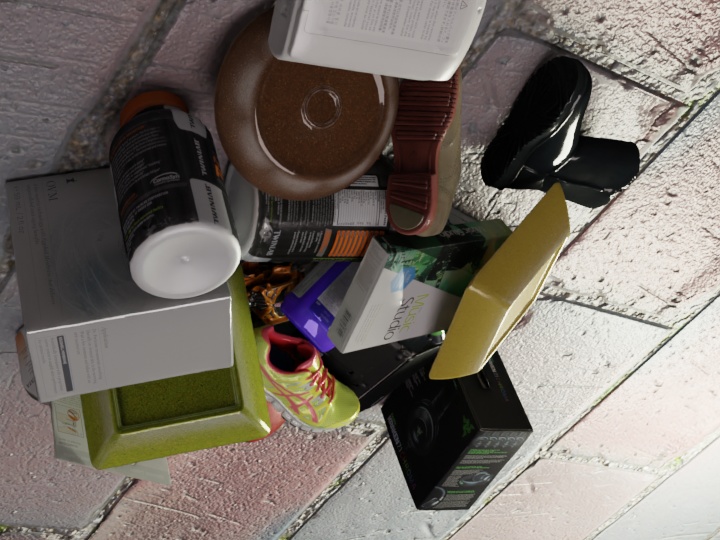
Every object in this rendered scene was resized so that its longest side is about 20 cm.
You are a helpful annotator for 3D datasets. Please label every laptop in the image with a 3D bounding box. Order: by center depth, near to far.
[{"bbox_3d":[-0.006,0.110,1.560,0.199,0.104,0.177,37,122,-19],"label":"laptop"}]

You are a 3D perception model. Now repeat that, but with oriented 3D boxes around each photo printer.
[{"bbox_3d":[0.027,-0.263,1.119,0.198,0.069,0.168,3,115,-28],"label":"photo printer"}]

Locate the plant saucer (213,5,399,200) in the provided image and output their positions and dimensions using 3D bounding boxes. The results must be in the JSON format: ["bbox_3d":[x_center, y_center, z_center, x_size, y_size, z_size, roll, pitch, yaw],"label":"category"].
[{"bbox_3d":[-0.043,-0.162,1.187,0.199,0.037,0.202,-9,112,-24],"label":"plant saucer"}]

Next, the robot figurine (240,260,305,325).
[{"bbox_3d":[-0.158,0.030,1.422,0.198,0.059,0.146,-9,141,-14],"label":"robot figurine"}]

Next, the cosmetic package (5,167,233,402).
[{"bbox_3d":[-0.245,0.004,1.237,0.198,0.200,0.123,-9,141,-14],"label":"cosmetic package"}]

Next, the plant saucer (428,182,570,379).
[{"bbox_3d":[0.168,0.025,1.395,0.200,0.048,0.201,-47,165,-34],"label":"plant saucer"}]

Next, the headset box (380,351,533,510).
[{"bbox_3d":[0.131,0.200,1.664,0.092,0.175,0.201,5,136,-30],"label":"headset box"}]

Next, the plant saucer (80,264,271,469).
[{"bbox_3d":[-0.207,0.097,1.313,0.198,0.202,0.048,-10,172,-13],"label":"plant saucer"}]

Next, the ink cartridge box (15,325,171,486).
[{"bbox_3d":[-0.306,0.159,1.393,0.050,0.201,0.162,-40,138,26],"label":"ink cartridge box"}]

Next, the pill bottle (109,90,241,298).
[{"bbox_3d":[-0.183,-0.081,1.164,0.105,0.201,0.107,-12,143,-9],"label":"pill bottle"}]

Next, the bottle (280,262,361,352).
[{"bbox_3d":[0.000,0.000,1.411,0.200,0.065,0.084,-46,129,-5],"label":"bottle"}]

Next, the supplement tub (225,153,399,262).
[{"bbox_3d":[-0.038,-0.070,1.307,0.198,0.123,0.123,0,138,-25],"label":"supplement tub"}]

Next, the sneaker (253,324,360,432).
[{"bbox_3d":[-0.069,0.127,1.449,0.199,0.079,0.090,30,134,-30],"label":"sneaker"}]

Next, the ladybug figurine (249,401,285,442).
[{"bbox_3d":[-0.172,0.154,1.508,0.199,0.072,0.135,35,144,-25],"label":"ladybug figurine"}]

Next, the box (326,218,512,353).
[{"bbox_3d":[0.069,0.015,1.353,0.199,0.036,0.145,-11,138,-41],"label":"box"}]

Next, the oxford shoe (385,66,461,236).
[{"bbox_3d":[0.074,-0.134,1.272,0.075,0.070,0.202,11,91,-59],"label":"oxford shoe"}]

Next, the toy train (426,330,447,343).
[{"bbox_3d":[0.094,0.024,1.462,0.056,0.042,0.201,-38,146,-17],"label":"toy train"}]

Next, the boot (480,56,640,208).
[{"bbox_3d":[0.250,-0.152,1.376,0.167,0.077,0.200,6,141,-25],"label":"boot"}]

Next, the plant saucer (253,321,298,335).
[{"bbox_3d":[-0.087,0.130,1.594,0.198,0.036,0.201,-12,141,-10],"label":"plant saucer"}]

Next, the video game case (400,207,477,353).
[{"bbox_3d":[0.092,0.016,1.532,0.200,0.046,0.181,-42,139,24],"label":"video game case"}]
